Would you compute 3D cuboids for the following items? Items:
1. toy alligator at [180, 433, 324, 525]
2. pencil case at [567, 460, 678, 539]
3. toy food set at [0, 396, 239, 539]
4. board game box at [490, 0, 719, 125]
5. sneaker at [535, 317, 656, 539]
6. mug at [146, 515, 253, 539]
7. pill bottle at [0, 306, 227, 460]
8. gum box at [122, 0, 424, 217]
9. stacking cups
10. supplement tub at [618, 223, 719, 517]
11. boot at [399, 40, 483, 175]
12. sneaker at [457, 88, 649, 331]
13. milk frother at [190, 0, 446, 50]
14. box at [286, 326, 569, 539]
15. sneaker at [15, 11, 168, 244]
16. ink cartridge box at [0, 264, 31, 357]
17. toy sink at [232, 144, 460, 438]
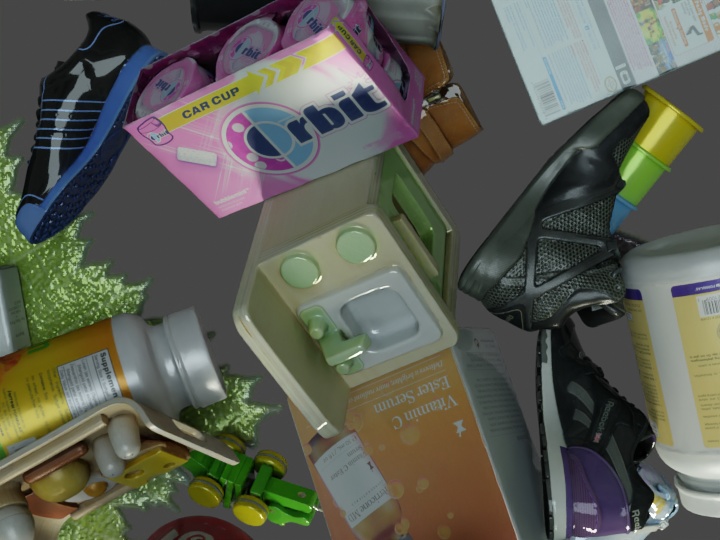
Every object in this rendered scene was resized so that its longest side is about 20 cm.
[{"bbox_3d":[-0.080,0.195,1.078,0.199,0.060,0.054,21,140,5],"label":"toy alligator"},{"bbox_3d":[0.172,0.233,1.028,0.091,0.083,0.201,38,102,14],"label":"pencil case"},{"bbox_3d":[-0.210,0.176,0.994,0.199,0.143,0.061,-29,62,12],"label":"toy food set"},{"bbox_3d":[0.205,-0.220,0.973,0.199,0.064,0.149,-21,95,12],"label":"board game box"},{"bbox_3d":[0.182,0.119,0.974,0.087,0.201,0.076,-3,139,6],"label":"sneaker"},{"bbox_3d":[-0.175,0.303,1.029,0.176,0.200,0.135,-13,96,9],"label":"mug"},{"bbox_3d":[-0.218,0.102,1.044,0.199,0.111,0.112,-20,95,-5],"label":"pill bottle"},{"bbox_3d":[-0.058,-0.125,0.914,0.199,0.066,0.114,-20,134,29],"label":"gum box"},{"bbox_3d":[0.185,-0.052,1.001,0.060,0.061,0.200,39,102,2],"label":"stacking cups"},{"bbox_3d":[0.285,0.071,0.958,0.144,0.145,0.202,-13,96,10],"label":"supplement tub"},{"bbox_3d":[-0.008,-0.151,1.000,0.155,0.077,0.201,-29,98,17],"label":"boot"},{"bbox_3d":[0.173,-0.035,0.941,0.114,0.076,0.200,37,82,1],"label":"sneaker"},{"bbox_3d":[-0.027,-0.274,0.908,0.186,0.200,0.182,3,68,-3],"label":"milk frother"},{"bbox_3d":[0.055,0.164,0.985,0.152,0.106,0.201,-25,75,22],"label":"box"},{"bbox_3d":[-0.242,-0.121,1.054,0.078,0.070,0.201,37,98,10],"label":"sneaker"},{"bbox_3d":[-0.388,0.095,1.113,0.198,0.044,0.175,-8,95,9],"label":"ink cartridge box"},{"bbox_3d":[0.000,0.000,0.929,0.111,0.201,0.131,-24,119,23],"label":"toy sink"}]
